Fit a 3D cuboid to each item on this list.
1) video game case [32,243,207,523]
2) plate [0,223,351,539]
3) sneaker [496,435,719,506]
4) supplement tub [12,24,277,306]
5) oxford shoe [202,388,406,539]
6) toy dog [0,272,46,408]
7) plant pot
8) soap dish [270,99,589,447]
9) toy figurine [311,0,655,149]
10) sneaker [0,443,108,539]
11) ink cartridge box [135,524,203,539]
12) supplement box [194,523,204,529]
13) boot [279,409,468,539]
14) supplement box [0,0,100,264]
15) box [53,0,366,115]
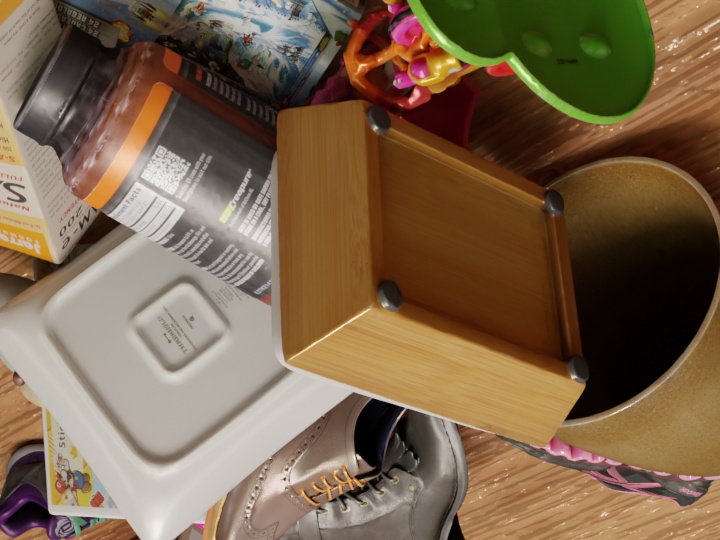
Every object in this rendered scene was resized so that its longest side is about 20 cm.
[{"bbox_3d":[-0.162,0.080,0.999,0.180,0.023,0.203,-3,91,31],"label":"video game case"},{"bbox_3d":[-0.117,0.043,0.900,0.200,0.199,0.032,48,165,18],"label":"plate"},{"bbox_3d":[0.184,0.136,1.047,0.197,0.080,0.096,15,143,1],"label":"sneaker"},{"bbox_3d":[-0.107,-0.068,0.835,0.199,0.108,0.107,31,130,-18],"label":"supplement tub"},{"bbox_3d":[-0.032,0.128,0.919,0.201,0.073,0.071,-55,141,0],"label":"oxford shoe"},{"bbox_3d":[-0.270,0.033,0.969,0.197,0.096,0.134,7,109,17],"label":"toy dog"},{"bbox_3d":[0.197,0.055,0.917,0.185,0.188,0.200,-23,139,29],"label":"plant pot"},{"bbox_3d":[0.042,0.001,0.783,0.198,0.159,0.081,21,143,-36],"label":"soap dish"},{"bbox_3d":[0.041,-0.117,0.802,0.183,0.198,0.152,-30,75,45],"label":"toy figurine"},{"bbox_3d":[-0.219,0.199,1.171,0.197,0.088,0.075,-5,129,16],"label":"sneaker"},{"bbox_3d":[-0.196,0.332,1.206,0.075,0.201,0.164,39,128,-22],"label":"ink cartridge box"},{"bbox_3d":[-0.084,0.150,1.091,0.199,0.102,0.103,39,127,-20],"label":"supplement box"},{"bbox_3d":[-0.012,0.165,0.996,0.171,0.069,0.203,-6,119,-5],"label":"boot"},{"bbox_3d":[-0.250,-0.110,0.888,0.124,0.074,0.201,16,142,21],"label":"supplement box"},{"bbox_3d":[-0.111,-0.172,0.861,0.198,0.040,0.137,30,130,-13],"label":"box"}]
